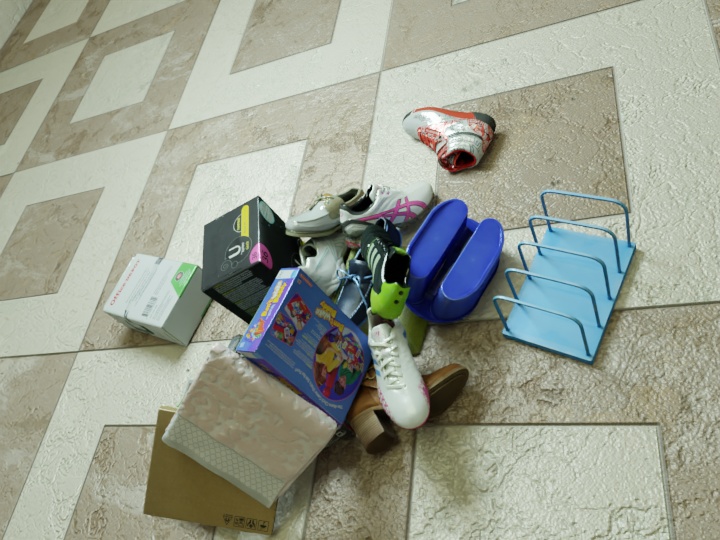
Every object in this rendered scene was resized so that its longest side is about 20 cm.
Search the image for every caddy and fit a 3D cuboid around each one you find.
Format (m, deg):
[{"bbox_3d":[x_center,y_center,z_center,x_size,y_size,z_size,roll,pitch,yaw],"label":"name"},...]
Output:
[{"bbox_3d":[0.146,-0.013,0.961,0.140,0.105,0.201,31,69,12],"label":"caddy"}]

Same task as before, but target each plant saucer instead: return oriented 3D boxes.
[{"bbox_3d":[0.033,0.032,1.034,0.197,0.048,0.202,5,62,32],"label":"plant saucer"}]

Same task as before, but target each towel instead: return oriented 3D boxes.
[{"bbox_3d":[-0.158,0.221,0.826,0.192,0.199,0.032,-54,5,25],"label":"towel"}]

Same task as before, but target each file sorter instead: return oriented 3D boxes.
[{"bbox_3d":[0.293,0.002,0.862,0.137,0.123,0.202,15,67,36],"label":"file sorter"}]

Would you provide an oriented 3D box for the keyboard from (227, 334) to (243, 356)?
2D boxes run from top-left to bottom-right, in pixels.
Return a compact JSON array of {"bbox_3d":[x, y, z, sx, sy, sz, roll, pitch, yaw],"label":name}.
[{"bbox_3d":[-0.195,0.207,0.950,0.125,0.021,0.202,20,65,12],"label":"keyboard"}]

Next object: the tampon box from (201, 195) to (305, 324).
[{"bbox_3d":[-0.170,0.001,1.060,0.125,0.200,0.152,-24,50,17],"label":"tampon box"}]

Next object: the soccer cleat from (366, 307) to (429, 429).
[{"bbox_3d":[0.042,0.130,0.845,0.069,0.087,0.201,-25,37,6],"label":"soccer cleat"}]

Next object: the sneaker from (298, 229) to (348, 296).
[{"bbox_3d":[-0.067,-0.040,1.088,0.070,0.080,0.201,-44,23,24],"label":"sneaker"}]

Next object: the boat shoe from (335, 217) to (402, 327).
[{"bbox_3d":[0.000,0.000,0.996,0.083,0.069,0.202,6,62,32],"label":"boat shoe"}]

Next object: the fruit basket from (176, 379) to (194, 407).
[{"bbox_3d":[-0.257,0.291,0.989,0.183,0.094,0.203,5,64,31],"label":"fruit basket"}]

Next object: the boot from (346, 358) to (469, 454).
[{"bbox_3d":[0.056,0.168,0.922,0.199,0.077,0.156,-40,44,8],"label":"boot"}]

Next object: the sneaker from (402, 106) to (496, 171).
[{"bbox_3d":[0.152,-0.251,1.149,0.199,0.067,0.109,11,62,31],"label":"sneaker"}]

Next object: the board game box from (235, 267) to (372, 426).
[{"bbox_3d":[-0.070,0.112,0.857,0.044,0.200,0.136,-2,50,43],"label":"board game box"}]

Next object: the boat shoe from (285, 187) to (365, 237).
[{"bbox_3d":[-0.062,-0.108,1.091,0.074,0.070,0.199,16,24,34],"label":"boat shoe"}]

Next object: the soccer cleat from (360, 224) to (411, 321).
[{"bbox_3d":[0.043,-0.014,0.892,0.202,0.067,0.082,-98,31,-49],"label":"soccer cleat"}]

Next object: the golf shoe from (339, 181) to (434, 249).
[{"bbox_3d":[0.051,-0.119,1.073,0.198,0.093,0.072,-31,34,-21],"label":"golf shoe"}]

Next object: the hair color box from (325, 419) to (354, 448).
[{"bbox_3d":[-0.097,0.197,0.983,0.110,0.064,0.202,-30,50,6],"label":"hair color box"}]

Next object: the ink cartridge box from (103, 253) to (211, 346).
[{"bbox_3d":[-0.416,0.056,1.240,0.197,0.084,0.148,10,64,34],"label":"ink cartridge box"}]

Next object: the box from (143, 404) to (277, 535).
[{"bbox_3d":[-0.214,0.299,0.890,0.196,0.021,0.167,10,94,-2],"label":"box"}]
